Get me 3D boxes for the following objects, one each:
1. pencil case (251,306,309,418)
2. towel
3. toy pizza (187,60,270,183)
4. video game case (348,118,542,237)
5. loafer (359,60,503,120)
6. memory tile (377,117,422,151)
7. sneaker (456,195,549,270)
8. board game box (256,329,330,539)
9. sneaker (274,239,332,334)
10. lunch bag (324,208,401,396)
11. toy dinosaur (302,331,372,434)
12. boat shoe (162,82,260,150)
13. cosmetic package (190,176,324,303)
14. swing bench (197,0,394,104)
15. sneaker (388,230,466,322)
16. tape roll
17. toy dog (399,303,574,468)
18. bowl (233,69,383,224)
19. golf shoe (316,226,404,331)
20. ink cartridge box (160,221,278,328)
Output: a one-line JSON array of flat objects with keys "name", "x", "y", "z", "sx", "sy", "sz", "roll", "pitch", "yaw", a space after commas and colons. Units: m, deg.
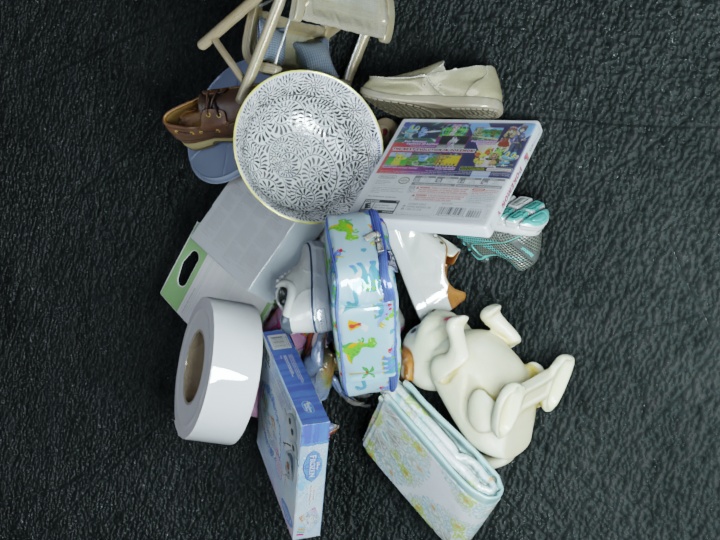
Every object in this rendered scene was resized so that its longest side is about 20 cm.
[{"name": "pencil case", "x": -0.112, "y": 0.116, "z": 1.702, "sx": 0.087, "sy": 0.087, "sz": 0.200, "roll": 46, "pitch": 116, "yaw": 29}, {"name": "towel", "x": 0.086, "y": 0.242, "z": 1.506, "sx": 0.200, "sy": 0.048, "sz": 0.171, "roll": 48, "pitch": 152, "yaw": 19}, {"name": "toy pizza", "x": -0.178, "y": -0.217, "z": 1.757, "sx": 0.200, "sy": 0.032, "sz": 0.200, "roll": -20, "pitch": 58, "yaw": 36}, {"name": "video game case", "x": 0.104, "y": -0.119, "z": 1.482, "sx": 0.200, "sy": 0.023, "sz": 0.182, "roll": 6, "pitch": 52, "yaw": 34}, {"name": "loafer", "x": 0.095, "y": -0.234, "z": 1.542, "sx": 0.200, "sy": 0.076, "sz": 0.068, "roll": 9, "pitch": 80, "yaw": 26}, {"name": "memory tile", "x": 0.013, "y": -0.133, "z": 1.641, "sx": 0.200, "sy": 0.017, "sz": 0.154, "roll": 2, "pitch": 92, "yaw": 39}, {"name": "sneaker", "x": 0.142, "y": -0.054, "z": 1.495, "sx": 0.200, "sy": 0.078, "sz": 0.091, "roll": 22, "pitch": 130, "yaw": 38}, {"name": "board game box", "x": -0.093, "y": 0.217, "z": 1.597, "sx": 0.200, "sy": 0.043, "sz": 0.199, "roll": -119, "pitch": 30, "yaw": -51}, {"name": "sneaker", "x": -0.075, "y": 0.017, "z": 1.527, "sx": 0.071, "sy": 0.200, "sz": 0.073, "roll": -5, "pitch": 114, "yaw": -1}, {"name": "lunch bag", "x": 0.002, "y": 0.036, "z": 1.441, "sx": 0.161, "sy": 0.082, "sz": 0.200, "roll": -101, "pitch": 5, "yaw": -54}, {"name": "toy dinosaur", "x": -0.050, "y": 0.149, "z": 1.644, "sx": 0.182, "sy": 0.105, "sz": 0.200, "roll": -51, "pitch": 55, "yaw": 39}, {"name": "boat shoe", "x": -0.203, "y": -0.224, "z": 1.710, "sx": 0.200, "sy": 0.068, "sz": 0.072, "roll": -13, "pitch": 62, "yaw": 38}, {"name": "cosmetic package", "x": -0.142, "y": -0.062, "z": 1.683, "sx": 0.151, "sy": 0.052, "sz": 0.200, "roll": -56, "pitch": 39, "yaw": 4}, {"name": "swing bench", "x": -0.072, "y": -0.325, "z": 1.593, "sx": 0.200, "sy": 0.199, "sz": 0.130, "roll": -50, "pitch": 61, "yaw": 28}, {"name": "sneaker", "x": 0.079, "y": -0.037, "z": 1.557, "sx": 0.085, "sy": 0.073, "sz": 0.200, "roll": -23, "pitch": 81, "yaw": 3}, {"name": "tape roll", "x": -0.200, "y": 0.140, "z": 1.660, "sx": 0.202, "sy": 0.071, "sz": 0.203, "roll": -170, "pitch": 90, "yaw": -69}, {"name": "toy dog", "x": 0.139, "y": 0.127, "z": 1.481, "sx": 0.200, "sy": 0.139, "sz": 0.194, "roll": 37, "pitch": 140, "yaw": 33}, {"name": "bowl", "x": -0.078, "y": -0.151, "z": 1.561, "sx": 0.094, "sy": 0.200, "sz": 0.201, "roll": 155, "pitch": 108, "yaw": -70}, {"name": "golf shoe", "x": 0.000, "y": 0.000, "z": 1.609, "sx": 0.200, "sy": 0.075, "sz": 0.092, "roll": 51, "pitch": 126, "yaw": 26}, {"name": "ink cartridge box", "x": -0.205, "y": 0.041, "z": 1.798, "sx": 0.200, "sy": 0.048, "sz": 0.146, "roll": 46, "pitch": 117, "yaw": 32}]
